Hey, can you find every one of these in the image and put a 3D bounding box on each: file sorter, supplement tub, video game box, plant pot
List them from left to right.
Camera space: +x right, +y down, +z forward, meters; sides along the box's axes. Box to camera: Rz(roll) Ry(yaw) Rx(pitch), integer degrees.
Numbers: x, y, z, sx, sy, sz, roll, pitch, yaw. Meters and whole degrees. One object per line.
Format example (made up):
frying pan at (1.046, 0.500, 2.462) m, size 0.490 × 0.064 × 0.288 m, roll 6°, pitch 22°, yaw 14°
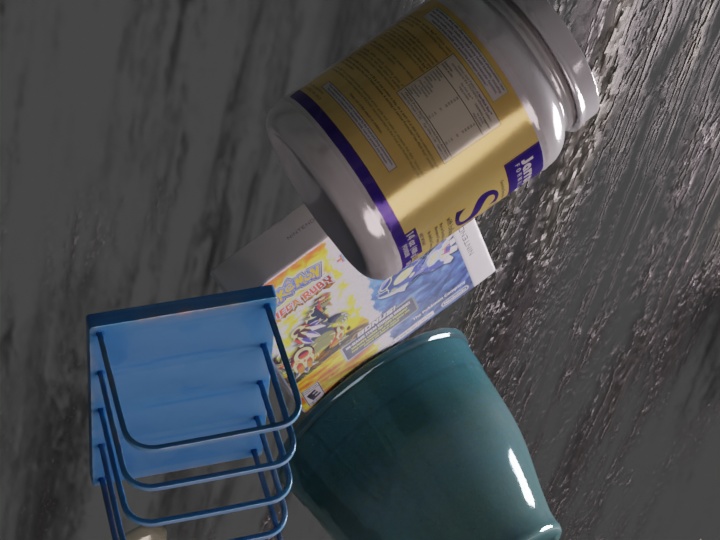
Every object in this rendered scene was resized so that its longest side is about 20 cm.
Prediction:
file sorter at (-0.122, 0.129, 1.432) m, size 0.138 × 0.123 × 0.201 m, roll -9°, pitch 142°, yaw -14°
video game box at (0.000, 0.000, 1.511) m, size 0.200 × 0.047 × 0.182 m, roll -37°, pitch 144°, yaw -5°
supplement tub at (0.050, -0.104, 1.349) m, size 0.199 × 0.146 × 0.146 m, roll -35°, pitch 146°, yaw -7°
plant pot at (0.061, 0.184, 1.616) m, size 0.199 × 0.188 × 0.200 m, roll -32°, pitch 158°, yaw -14°

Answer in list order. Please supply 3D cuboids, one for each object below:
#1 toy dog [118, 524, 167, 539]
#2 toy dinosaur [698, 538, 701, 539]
toy dog at (-0.174, 0.337, 1.587) m, size 0.193 × 0.200 × 0.140 m, roll -24°, pitch 143°, yaw -23°
toy dinosaur at (0.344, 0.392, 2.274) m, size 0.135 × 0.086 × 0.200 m, roll -19°, pitch 159°, yaw -12°
